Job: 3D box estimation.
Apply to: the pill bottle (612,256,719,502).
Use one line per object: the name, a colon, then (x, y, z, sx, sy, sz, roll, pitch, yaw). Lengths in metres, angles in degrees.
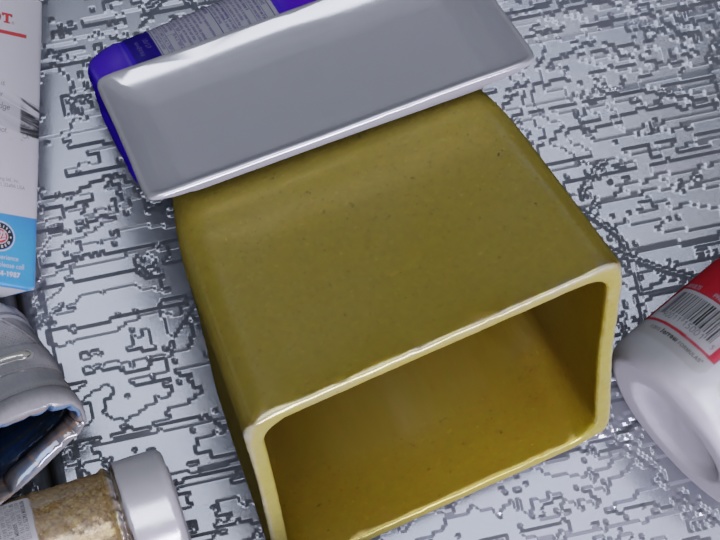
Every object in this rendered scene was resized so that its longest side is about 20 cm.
pill bottle: (0.241, 0.024, 1.222, 0.200, 0.112, 0.112, -38, 84, -10)

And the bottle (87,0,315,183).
bottle: (-0.045, -0.116, 1.245, 0.199, 0.065, 0.084, -24, 49, -9)

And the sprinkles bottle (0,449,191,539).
sprinkles bottle: (-0.188, 0.154, 1.185, 0.199, 0.068, 0.069, -18, 81, -8)

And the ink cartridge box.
ink cartridge box: (-0.233, -0.090, 1.205, 0.116, 0.068, 0.201, 9, 76, -40)

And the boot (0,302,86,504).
boot: (-0.240, 0.093, 1.168, 0.200, 0.074, 0.096, -32, 48, -16)

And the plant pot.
plant pot: (0.000, 0.000, 1.173, 0.194, 0.196, 0.201, -23, 64, -8)

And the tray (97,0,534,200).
tray: (-0.022, -0.091, 1.126, 0.199, 0.022, 0.108, -20, 41, -7)
